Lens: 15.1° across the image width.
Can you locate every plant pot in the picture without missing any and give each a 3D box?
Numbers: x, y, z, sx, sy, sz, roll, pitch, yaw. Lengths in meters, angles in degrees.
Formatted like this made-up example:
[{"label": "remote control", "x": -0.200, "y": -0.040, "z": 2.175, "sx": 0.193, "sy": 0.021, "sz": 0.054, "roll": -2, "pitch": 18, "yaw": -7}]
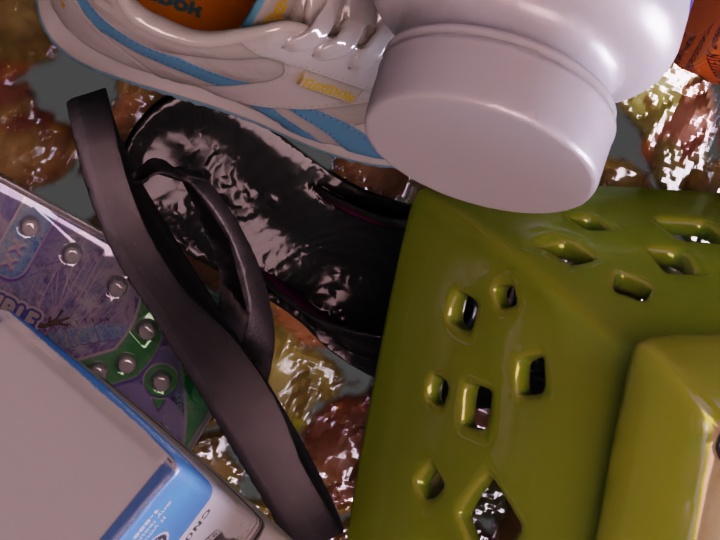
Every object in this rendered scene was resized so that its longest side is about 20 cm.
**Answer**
[{"label": "plant pot", "x": 0.125, "y": 0.087, "z": 0.982, "sx": 0.198, "sy": 0.181, "sz": 0.201, "roll": 2, "pitch": 105, "yaw": -28}]

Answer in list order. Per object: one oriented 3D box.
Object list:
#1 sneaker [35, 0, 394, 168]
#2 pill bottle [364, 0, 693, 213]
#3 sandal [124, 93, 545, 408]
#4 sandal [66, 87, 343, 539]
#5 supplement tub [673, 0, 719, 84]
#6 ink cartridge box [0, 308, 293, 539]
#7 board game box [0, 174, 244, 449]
[{"label": "sneaker", "x": -0.015, "y": -0.088, "z": 0.982, "sx": 0.199, "sy": 0.081, "sz": 0.077, "roll": 10, "pitch": 79, "yaw": -13}, {"label": "pill bottle", "x": 0.067, "y": -0.127, "z": 0.934, "sx": 0.112, "sy": 0.112, "sz": 0.201, "roll": 24, "pitch": 69, "yaw": -14}, {"label": "sandal", "x": -0.001, "y": 0.001, "z": 1.033, "sx": 0.200, "sy": 0.048, "sz": 0.076, "roll": 25, "pitch": 99, "yaw": -13}, {"label": "sandal", "x": -0.051, "y": 0.012, "z": 0.994, "sx": 0.043, "sy": 0.076, "sz": 0.201, "roll": -28, "pitch": 117, "yaw": 2}, {"label": "supplement tub", "x": 0.223, "y": -0.089, "z": 1.006, "sx": 0.199, "sy": 0.123, "sz": 0.123, "roll": 19, "pitch": 102, "yaw": -13}, {"label": "ink cartridge box", "x": -0.109, "y": 0.111, "z": 0.904, "sx": 0.084, "sy": 0.200, "sz": 0.145, "roll": 38, "pitch": 86, "yaw": 16}, {"label": "board game box", "x": -0.170, "y": 0.060, "z": 1.036, "sx": 0.199, "sy": 0.026, "sz": 0.200, "roll": 29, "pitch": 99, "yaw": -15}]
